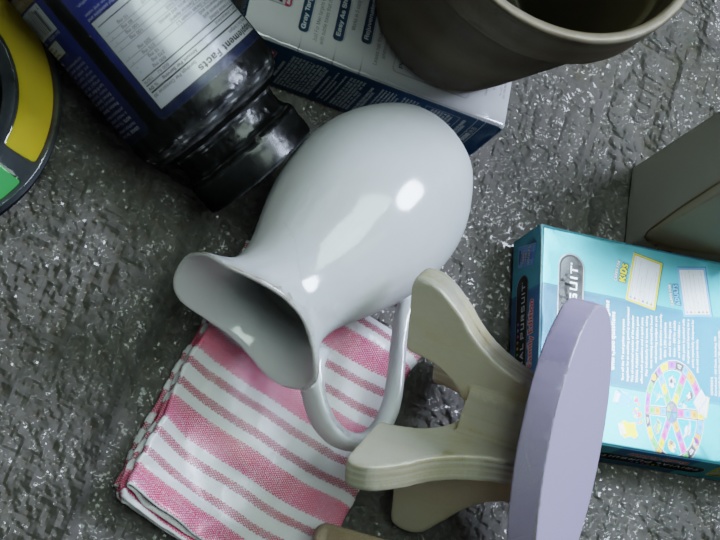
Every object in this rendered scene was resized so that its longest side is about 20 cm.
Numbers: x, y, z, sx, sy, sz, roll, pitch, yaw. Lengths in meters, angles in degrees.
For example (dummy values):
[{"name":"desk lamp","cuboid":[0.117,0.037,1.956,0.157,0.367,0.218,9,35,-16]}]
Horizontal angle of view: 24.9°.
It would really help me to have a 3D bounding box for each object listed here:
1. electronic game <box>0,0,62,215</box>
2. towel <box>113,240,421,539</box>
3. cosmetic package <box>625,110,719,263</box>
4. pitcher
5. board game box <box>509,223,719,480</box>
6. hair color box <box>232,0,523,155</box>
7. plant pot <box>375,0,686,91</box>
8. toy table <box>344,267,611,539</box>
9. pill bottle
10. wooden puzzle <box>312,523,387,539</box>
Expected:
[{"name":"electronic game","cuboid":[-0.285,-0.114,1.015,0.199,0.042,0.201,7,71,-21]},{"name":"towel","cuboid":[-0.054,0.095,1.052,0.146,0.030,0.201,32,64,-11]},{"name":"cosmetic package","cuboid":[0.282,-0.062,1.150,0.103,0.200,0.074,17,67,-16]},{"name":"pitcher","cuboid":[0.000,0.000,1.047,0.200,0.121,0.172,-46,109,-35]},{"name":"board game box","cuboid":[0.204,0.062,1.162,0.199,0.047,0.152,11,70,-19]},{"name":"hair color box","cuboid":[0.009,-0.164,1.145,0.199,0.060,0.101,19,67,-17]},{"name":"plant pot","cuboid":[0.093,-0.205,1.062,0.199,0.173,0.201,7,70,-21]},{"name":"toy table","cuboid":[0.080,0.100,1.014,0.116,0.201,0.184,16,18,21]},{"name":"pill bottle","cuboid":[-0.127,-0.140,1.043,0.112,0.112,0.200,-45,102,-28]},{"name":"wooden puzzle","cuboid":[0.037,0.273,1.030,0.199,0.037,0.186,20,69,-22]}]
